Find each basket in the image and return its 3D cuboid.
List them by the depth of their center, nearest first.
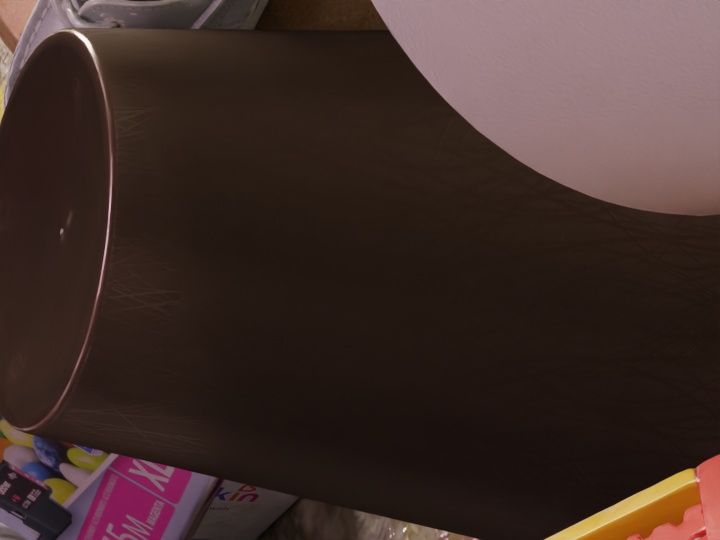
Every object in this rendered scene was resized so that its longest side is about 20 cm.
[{"bbox_3d":[0.000,0.000,0.749,0.136,0.199,0.181,-49,43,50],"label":"basket"}]

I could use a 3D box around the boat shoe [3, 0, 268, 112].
[{"bbox_3d":[-0.060,-0.099,0.766,0.201,0.071,0.070,-45,69,33],"label":"boat shoe"}]

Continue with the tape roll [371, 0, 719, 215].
[{"bbox_3d":[0.106,-0.115,0.555,0.139,0.202,0.204,-8,77,64],"label":"tape roll"}]

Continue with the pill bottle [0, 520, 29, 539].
[{"bbox_3d":[-0.128,0.180,0.928,0.112,0.112,0.200,-61,39,38],"label":"pill bottle"}]

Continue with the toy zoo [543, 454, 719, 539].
[{"bbox_3d":[0.082,0.067,0.520,0.021,0.199,0.131,60,-168,-12],"label":"toy zoo"}]

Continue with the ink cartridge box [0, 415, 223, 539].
[{"bbox_3d":[-0.140,0.035,0.906,0.042,0.200,0.119,-56,-3,-35],"label":"ink cartridge box"}]

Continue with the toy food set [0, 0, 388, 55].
[{"bbox_3d":[-0.060,-0.133,0.835,0.199,0.049,0.199,5,102,31],"label":"toy food set"}]

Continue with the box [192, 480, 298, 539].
[{"bbox_3d":[-0.096,0.018,1.063,0.177,0.096,0.201,-47,43,50],"label":"box"}]
